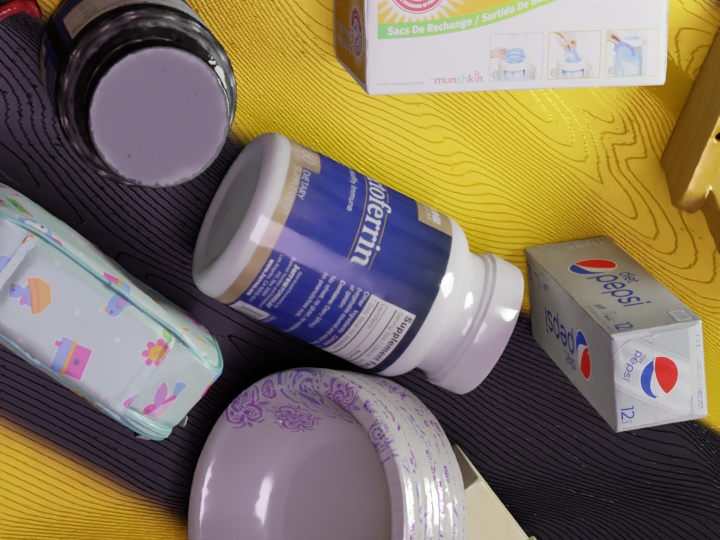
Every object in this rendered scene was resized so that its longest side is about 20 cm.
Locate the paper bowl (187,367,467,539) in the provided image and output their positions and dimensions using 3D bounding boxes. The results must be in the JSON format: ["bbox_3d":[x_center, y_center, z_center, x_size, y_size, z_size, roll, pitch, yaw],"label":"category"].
[{"bbox_3d":[-0.012,0.167,1.764,0.104,0.200,0.202,9,106,-48],"label":"paper bowl"}]

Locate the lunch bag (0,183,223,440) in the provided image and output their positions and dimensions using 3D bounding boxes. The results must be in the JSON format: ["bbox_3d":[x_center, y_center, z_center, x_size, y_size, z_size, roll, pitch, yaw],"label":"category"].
[{"bbox_3d":[-0.181,0.025,1.705,0.200,0.160,0.077,37,91,-12],"label":"lunch bag"}]

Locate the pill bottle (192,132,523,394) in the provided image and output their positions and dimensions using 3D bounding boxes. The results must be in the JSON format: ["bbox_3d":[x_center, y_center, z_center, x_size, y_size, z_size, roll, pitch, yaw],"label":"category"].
[{"bbox_3d":[0.000,0.000,1.755,0.199,0.116,0.116,25,99,-18],"label":"pill bottle"}]

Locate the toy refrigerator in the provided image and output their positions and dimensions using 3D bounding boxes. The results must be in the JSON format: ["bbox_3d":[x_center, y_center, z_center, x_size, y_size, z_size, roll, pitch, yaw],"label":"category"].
[{"bbox_3d":[0.108,0.221,1.859,0.070,0.076,0.200,-37,108,0],"label":"toy refrigerator"}]

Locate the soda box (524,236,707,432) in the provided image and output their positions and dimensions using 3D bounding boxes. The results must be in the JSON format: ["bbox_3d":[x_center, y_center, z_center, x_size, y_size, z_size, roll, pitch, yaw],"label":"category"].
[{"bbox_3d":[0.165,0.039,1.753,0.063,0.200,0.069,-9,108,-10],"label":"soda box"}]

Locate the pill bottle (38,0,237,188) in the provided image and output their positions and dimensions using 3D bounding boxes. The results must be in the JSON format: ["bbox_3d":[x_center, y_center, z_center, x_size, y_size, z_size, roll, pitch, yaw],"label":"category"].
[{"bbox_3d":[-0.136,-0.114,1.649,0.111,0.200,0.113,-3,106,-11],"label":"pill bottle"}]

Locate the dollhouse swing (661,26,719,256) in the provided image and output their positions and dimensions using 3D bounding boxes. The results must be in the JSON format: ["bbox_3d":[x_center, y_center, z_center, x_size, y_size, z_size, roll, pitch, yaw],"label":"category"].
[{"bbox_3d":[0.329,-0.065,1.772,0.199,0.176,0.183,20,101,-15],"label":"dollhouse swing"}]

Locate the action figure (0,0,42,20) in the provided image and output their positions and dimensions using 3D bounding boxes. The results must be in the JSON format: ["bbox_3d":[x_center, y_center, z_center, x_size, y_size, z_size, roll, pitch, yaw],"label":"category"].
[{"bbox_3d":[-0.302,-0.138,1.692,0.199,0.052,0.066,-29,113,0],"label":"action figure"}]

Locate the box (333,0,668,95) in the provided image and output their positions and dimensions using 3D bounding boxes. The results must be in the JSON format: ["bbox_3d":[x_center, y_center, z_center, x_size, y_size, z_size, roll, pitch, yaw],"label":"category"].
[{"bbox_3d":[0.089,-0.175,1.725,0.199,0.113,0.102,-3,106,-9],"label":"box"}]
